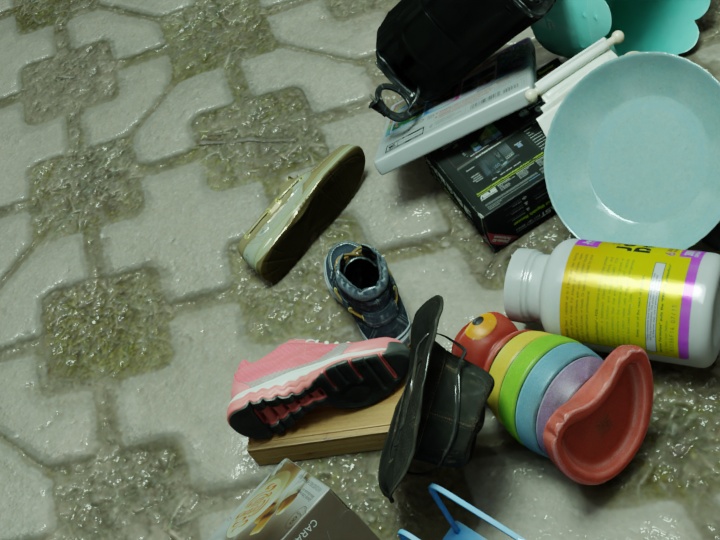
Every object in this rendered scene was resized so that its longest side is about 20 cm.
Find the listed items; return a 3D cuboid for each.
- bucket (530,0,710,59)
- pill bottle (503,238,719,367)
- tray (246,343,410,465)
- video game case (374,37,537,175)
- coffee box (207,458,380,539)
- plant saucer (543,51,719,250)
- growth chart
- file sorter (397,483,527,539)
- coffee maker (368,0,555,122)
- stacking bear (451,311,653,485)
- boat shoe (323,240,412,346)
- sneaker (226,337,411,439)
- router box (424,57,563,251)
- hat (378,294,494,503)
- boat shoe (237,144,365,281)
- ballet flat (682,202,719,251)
[{"bbox_3d":[0.296,-0.329,1.110,0.208,0.208,0.134,-47,42,-16],"label":"bucket"},{"bbox_3d":[0.240,0.026,0.919,0.197,0.105,0.105,8,57,29],"label":"pill bottle"},{"bbox_3d":[-0.018,0.137,0.998,0.196,0.037,0.100,-11,50,18],"label":"tray"},{"bbox_3d":[0.115,-0.197,1.138,0.197,0.024,0.183,-24,23,21],"label":"video game case"},{"bbox_3d":[-0.060,0.240,0.833,0.114,0.080,0.200,-45,7,-12],"label":"coffee box"},{"bbox_3d":[0.281,-0.111,0.958,0.198,0.038,0.206,1,92,33],"label":"plant saucer"},{"bbox_3d":[0.263,-0.138,1.016,0.143,0.018,0.203,-24,89,-3],"label":"growth chart"},{"bbox_3d":[0.064,0.299,0.776,0.137,0.123,0.201,24,66,36],"label":"file sorter"},{"bbox_3d":[0.118,-0.278,1.068,0.199,0.133,0.196,-32,43,53],"label":"coffee maker"},{"bbox_3d":[0.160,0.102,0.896,0.121,0.115,0.199,-41,38,-14],"label":"stacking bear"},{"bbox_3d":[0.000,0.000,1.040,0.070,0.092,0.201,-26,35,-6],"label":"boat shoe"},{"bbox_3d":[-0.046,0.095,0.972,0.197,0.074,0.088,-19,45,9],"label":"sneaker"},{"bbox_3d":[0.188,-0.134,1.096,0.198,0.062,0.151,-32,48,-1],"label":"router box"},{"bbox_3d":[0.074,0.118,0.850,0.079,0.202,0.203,13,56,-1],"label":"hat"},{"bbox_3d":[-0.074,-0.082,1.169,0.066,0.074,0.201,30,71,33],"label":"boat shoe"},{"bbox_3d":[0.408,-0.032,0.914,0.196,0.074,0.074,-2,53,21],"label":"ballet flat"}]
